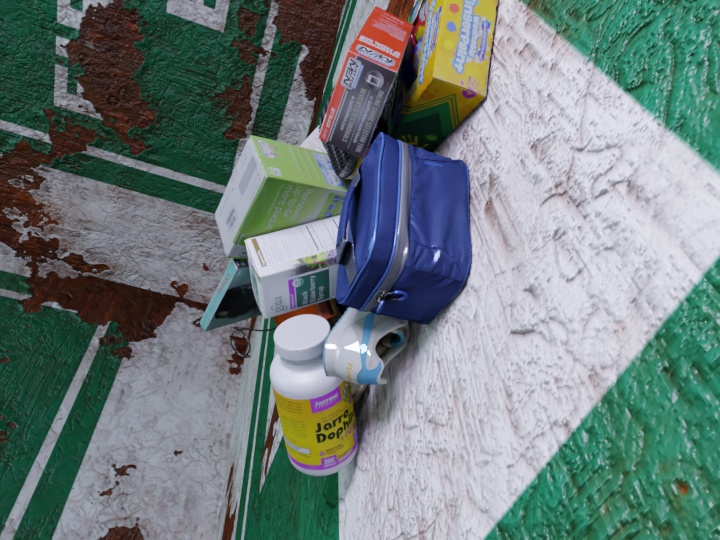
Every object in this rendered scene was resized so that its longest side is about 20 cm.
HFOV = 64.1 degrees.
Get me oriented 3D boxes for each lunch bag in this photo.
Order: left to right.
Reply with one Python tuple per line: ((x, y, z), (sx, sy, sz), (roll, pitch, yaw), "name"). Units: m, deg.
((0.037, -0.041, 0.646), (0.137, 0.129, 0.204), (122, 159, -52), "lunch bag")

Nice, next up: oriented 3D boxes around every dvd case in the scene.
((-0.143, 0.021, 0.902), (0.022, 0.198, 0.147), (50, 127, 19), "dvd case")

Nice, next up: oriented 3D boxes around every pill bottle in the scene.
((-0.062, 0.164, 0.761), (0.105, 0.102, 0.204), (-101, 3, -61), "pill bottle")

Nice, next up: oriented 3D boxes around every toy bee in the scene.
((-0.101, 0.066, 0.893), (0.196, 0.108, 0.134), (3, 104, 34), "toy bee")

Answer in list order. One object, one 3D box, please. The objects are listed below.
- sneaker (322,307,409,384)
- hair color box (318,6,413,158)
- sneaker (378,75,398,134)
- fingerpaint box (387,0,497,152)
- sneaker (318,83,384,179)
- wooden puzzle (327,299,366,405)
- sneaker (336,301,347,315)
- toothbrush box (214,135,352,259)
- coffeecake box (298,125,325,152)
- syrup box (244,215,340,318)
((0.028, 0.056, 0.716), (0.077, 0.079, 0.202), (77, -148, -47), "sneaker")
((0.011, -0.240, 0.717), (0.202, 0.063, 0.112), (-76, 9, -53), "hair color box")
((0.057, -0.251, 0.882), (0.071, 0.082, 0.204), (29, 100, 37), "sneaker")
((0.104, -0.283, 0.738), (0.167, 0.072, 0.205), (145, 137, -71), "fingerpaint box")
((-0.001, -0.187, 0.820), (0.070, 0.088, 0.202), (-55, 34, 33), "sneaker")
((-0.046, 0.151, 0.918), (0.187, 0.036, 0.203), (-63, 37, 42), "wooden puzzle")
((0.000, 0.000, 0.918), (0.083, 0.070, 0.205), (-136, 51, -62), "sneaker")
((-0.086, -0.089, 0.818), (0.146, 0.197, 0.087), (-53, 49, 33), "toothbrush box")
((-0.081, -0.194, 1.086), (0.201, 0.073, 0.154), (-50, -1, -16), "coffeecake box")
((-0.052, -0.013, 0.784), (0.080, 0.196, 0.082), (91, 155, -43), "syrup box")
